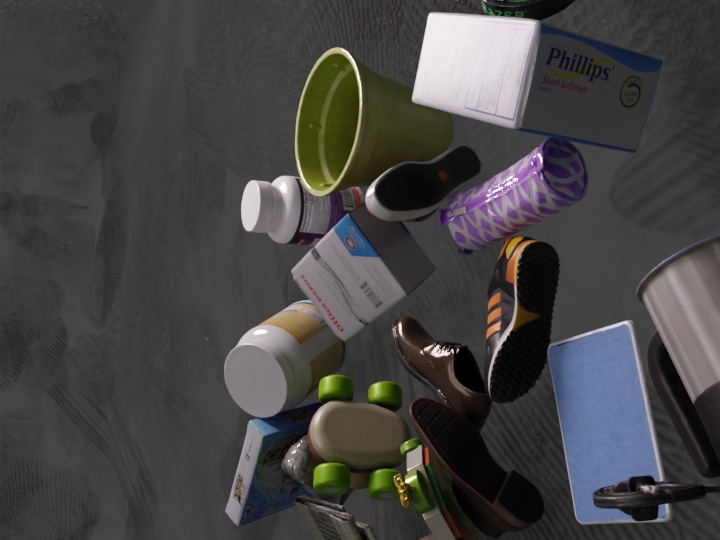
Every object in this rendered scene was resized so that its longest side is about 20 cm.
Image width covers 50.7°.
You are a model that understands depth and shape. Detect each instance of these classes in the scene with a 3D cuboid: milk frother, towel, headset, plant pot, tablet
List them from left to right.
[{"bbox_3d":[-0.010,0.436,1.168,0.191,0.034,0.203,-9,112,60],"label":"towel"},{"bbox_3d":[0.028,-0.199,1.103,0.199,0.181,0.205,-13,75,58],"label":"plant pot"},{"bbox_3d":[0.208,-0.357,0.836,0.122,0.095,0.200,28,68,39],"label":"headset"},{"bbox_3d":[0.265,0.167,0.822,0.130,0.013,0.205,-30,63,55],"label":"tablet"},{"bbox_3d":[0.275,0.095,0.636,0.181,0.196,0.191,-55,43,47],"label":"milk frother"}]

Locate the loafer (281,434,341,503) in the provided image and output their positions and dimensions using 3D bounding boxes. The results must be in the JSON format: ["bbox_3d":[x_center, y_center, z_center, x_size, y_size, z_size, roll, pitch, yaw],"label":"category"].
[{"bbox_3d":[-0.067,0.333,1.253,0.069,0.201,0.070,24,68,28],"label":"loafer"}]

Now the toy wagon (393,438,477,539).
[{"bbox_3d":[0.095,0.288,0.947,0.039,0.200,0.157,-27,57,9],"label":"toy wagon"}]

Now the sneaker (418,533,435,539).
[{"bbox_3d":[0.079,0.457,1.049,0.070,0.074,0.205,23,106,57],"label":"sneaker"}]

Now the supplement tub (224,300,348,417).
[{"bbox_3d":[-0.122,0.146,1.272,0.142,0.199,0.148,8,109,25],"label":"supplement tub"}]

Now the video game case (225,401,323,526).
[{"bbox_3d":[-0.119,0.320,1.282,0.045,0.198,0.185,32,116,37],"label":"video game case"}]

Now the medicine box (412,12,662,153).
[{"bbox_3d":[0.186,-0.208,0.833,0.199,0.179,0.105,36,117,55],"label":"medicine box"}]

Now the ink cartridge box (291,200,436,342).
[{"bbox_3d":[0.000,0.000,1.169,0.146,0.083,0.200,52,141,1],"label":"ink cartridge box"}]

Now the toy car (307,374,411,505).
[{"bbox_3d":[-0.017,0.285,1.180,0.201,0.154,0.167,114,162,-54],"label":"toy car"}]

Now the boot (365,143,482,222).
[{"bbox_3d":[0.062,-0.091,1.032,0.073,0.198,0.144,59,141,7],"label":"boot"}]

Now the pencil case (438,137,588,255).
[{"bbox_3d":[0.182,-0.090,0.924,0.199,0.084,0.086,-31,48,53],"label":"pencil case"}]

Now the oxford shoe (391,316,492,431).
[{"bbox_3d":[0.114,0.121,1.024,0.200,0.072,0.086,48,125,37],"label":"oxford shoe"}]

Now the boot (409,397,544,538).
[{"bbox_3d":[0.123,0.251,0.938,0.200,0.074,0.098,43,140,12],"label":"boot"}]

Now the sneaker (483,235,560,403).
[{"bbox_3d":[0.187,0.057,0.930,0.090,0.068,0.205,-136,54,-71],"label":"sneaker"}]

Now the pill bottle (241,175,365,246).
[{"bbox_3d":[-0.096,-0.099,1.287,0.111,0.196,0.114,-11,77,58],"label":"pill bottle"}]
